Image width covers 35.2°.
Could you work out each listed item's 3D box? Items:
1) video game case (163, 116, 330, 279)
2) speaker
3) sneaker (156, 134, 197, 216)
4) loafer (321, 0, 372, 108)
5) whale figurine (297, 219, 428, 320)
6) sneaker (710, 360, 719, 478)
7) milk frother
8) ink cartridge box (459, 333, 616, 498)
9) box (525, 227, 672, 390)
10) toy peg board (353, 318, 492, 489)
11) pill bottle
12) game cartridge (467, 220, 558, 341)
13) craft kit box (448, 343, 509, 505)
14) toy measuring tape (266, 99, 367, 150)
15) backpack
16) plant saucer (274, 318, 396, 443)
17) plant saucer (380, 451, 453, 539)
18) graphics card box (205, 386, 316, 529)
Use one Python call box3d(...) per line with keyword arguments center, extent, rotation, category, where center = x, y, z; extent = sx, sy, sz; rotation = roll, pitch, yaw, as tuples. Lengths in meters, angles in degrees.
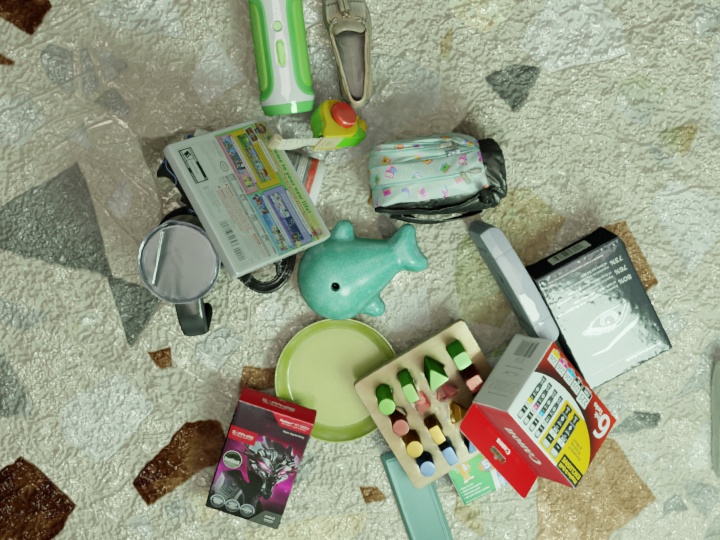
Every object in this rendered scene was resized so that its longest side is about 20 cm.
box3d(center=(-0.154, -0.105, 1.568), extent=(0.181, 0.022, 0.201), rotation=(-24, 83, -42), category="video game case")
box3d(center=(-0.118, -0.332, 1.669), extent=(0.088, 0.088, 0.202), rotation=(-7, 100, -1), category="speaker")
box3d(center=(-0.200, -0.097, 1.608), extent=(0.078, 0.070, 0.200), rotation=(-40, 99, 19), category="sneaker")
box3d(center=(-0.014, -0.341, 1.683), extent=(0.071, 0.063, 0.202), rotation=(-9, 100, -2), category="loafer")
box3d(center=(0.000, 0.000, 1.715), extent=(0.199, 0.104, 0.160), rotation=(-19, 100, 9), category="whale figurine")
box3d(center=(0.602, 0.233, 1.803), extent=(0.079, 0.079, 0.202), rotation=(-5, 111, 3), category="sneaker")
box3d(center=(-0.205, -0.018, 1.667), extent=(0.199, 0.188, 0.182), rotation=(-27, 101, 2), category="milk frother")
box3d(center=(0.266, 0.228, 1.698), extent=(0.200, 0.084, 0.176), rotation=(47, 68, -29), category="ink cartridge box")
box3d(center=(0.363, 0.058, 1.747), extent=(0.147, 0.104, 0.201), rotation=(-27, 100, 2), category="box")
box3d(center=(0.123, 0.215, 1.726), extent=(0.199, 0.098, 0.200), rotation=(-31, 99, 3), category="toy peg board")
box3d(center=(-0.160, -0.136, 1.685), extent=(0.198, 0.116, 0.117), rotation=(18, 99, -5), category="pill bottle")
box3d(center=(0.232, 0.017, 1.720), extent=(0.040, 0.133, 0.201), rotation=(-31, 100, 2), category="game cartridge")
box3d(center=(0.209, 0.241, 1.804), extent=(0.199, 0.049, 0.199), rotation=(-27, 97, 2), category="craft kit box")
box3d(center=(-0.066, -0.214, 1.664), extent=(0.199, 0.073, 0.074), rotation=(-10, 104, -45), category="toy measuring tape")
box3d(center=(0.111, -0.139, 1.689), extent=(0.198, 0.167, 0.128), rotation=(-6, 84, 2), category="backpack")
box3d(center=(-0.035, 0.170, 1.786), extent=(0.198, 0.031, 0.202), rotation=(-1, 100, -3), category="plant saucer")
box3d(center=(0.096, 0.381, 1.835), extent=(0.069, 0.019, 0.201), rotation=(-19, 101, 1), category="plant saucer")
box3d(center=(-0.156, 0.294, 1.775), extent=(0.125, 0.051, 0.201), rotation=(19, 110, -4), category="graphics card box")
